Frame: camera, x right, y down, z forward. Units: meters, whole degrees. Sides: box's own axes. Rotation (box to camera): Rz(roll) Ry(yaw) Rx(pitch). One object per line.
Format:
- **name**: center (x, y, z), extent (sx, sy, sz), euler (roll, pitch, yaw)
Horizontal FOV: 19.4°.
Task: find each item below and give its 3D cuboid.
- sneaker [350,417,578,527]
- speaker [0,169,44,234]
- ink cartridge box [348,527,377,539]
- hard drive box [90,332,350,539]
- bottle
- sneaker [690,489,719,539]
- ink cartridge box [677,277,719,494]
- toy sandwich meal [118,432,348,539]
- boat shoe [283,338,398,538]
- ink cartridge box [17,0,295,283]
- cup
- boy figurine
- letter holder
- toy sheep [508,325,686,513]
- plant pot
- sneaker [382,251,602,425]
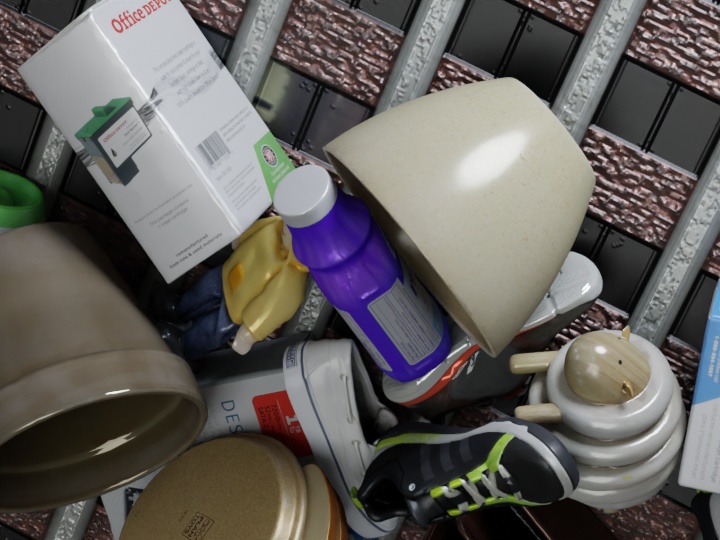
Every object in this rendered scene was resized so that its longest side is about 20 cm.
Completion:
- **sneaker**: center (0.075, 0.164, 1.566), extent (0.199, 0.083, 0.072), euler (-7, 126, 47)
- **speaker**: center (-0.318, 0.021, 1.741), extent (0.088, 0.088, 0.202), euler (21, 114, 7)
- **ink cartridge box**: center (-0.071, 0.285, 1.702), extent (0.145, 0.200, 0.085), euler (-14, 106, 19)
- **hard drive box**: center (-0.117, 0.152, 1.735), extent (0.198, 0.077, 0.157), euler (-13, 106, 19)
- **bottle**: center (0.000, 0.000, 1.574), extent (0.065, 0.084, 0.200), euler (-33, 133, 4)
- **sneaker**: center (0.314, 0.242, 1.663), extent (0.083, 0.071, 0.201), euler (16, 132, 53)
- **ink cartridge box**: center (0.350, 0.103, 1.580), extent (0.198, 0.084, 0.146), euler (11, 112, 11)
- **toy sandwich meal**: center (-0.101, 0.214, 1.636), extent (0.204, 0.206, 0.070), euler (-25, 134, 22)
- **boat shoe**: center (0.001, 0.136, 1.676), extent (0.065, 0.074, 0.201), euler (-11, 130, 19)
- **ink cartridge box**: center (-0.152, -0.113, 1.611), extent (0.084, 0.146, 0.201), euler (-32, 98, 25)
- **cup**: center (0.088, -0.059, 1.555), extent (0.143, 0.200, 0.201), euler (-40, 96, -2)
- **boy figurine**: center (-0.083, 0.007, 1.649), extent (0.064, 0.125, 0.200), euler (30, 132, -30)
- **letter holder**: center (0.147, 0.259, 1.663), extent (0.100, 0.142, 0.200), euler (-40, 95, 24)
- **toy sheep**: center (0.184, 0.119, 1.609), extent (0.136, 0.139, 0.201), euler (6, 143, 13)
- **plant pot**: center (-0.236, 0.067, 1.628), extent (0.199, 0.199, 0.175), euler (-33, 64, 23)
- **sneaker**: center (0.114, 0.057, 1.652), extent (0.199, 0.077, 0.082), euler (-30, 126, 24)
